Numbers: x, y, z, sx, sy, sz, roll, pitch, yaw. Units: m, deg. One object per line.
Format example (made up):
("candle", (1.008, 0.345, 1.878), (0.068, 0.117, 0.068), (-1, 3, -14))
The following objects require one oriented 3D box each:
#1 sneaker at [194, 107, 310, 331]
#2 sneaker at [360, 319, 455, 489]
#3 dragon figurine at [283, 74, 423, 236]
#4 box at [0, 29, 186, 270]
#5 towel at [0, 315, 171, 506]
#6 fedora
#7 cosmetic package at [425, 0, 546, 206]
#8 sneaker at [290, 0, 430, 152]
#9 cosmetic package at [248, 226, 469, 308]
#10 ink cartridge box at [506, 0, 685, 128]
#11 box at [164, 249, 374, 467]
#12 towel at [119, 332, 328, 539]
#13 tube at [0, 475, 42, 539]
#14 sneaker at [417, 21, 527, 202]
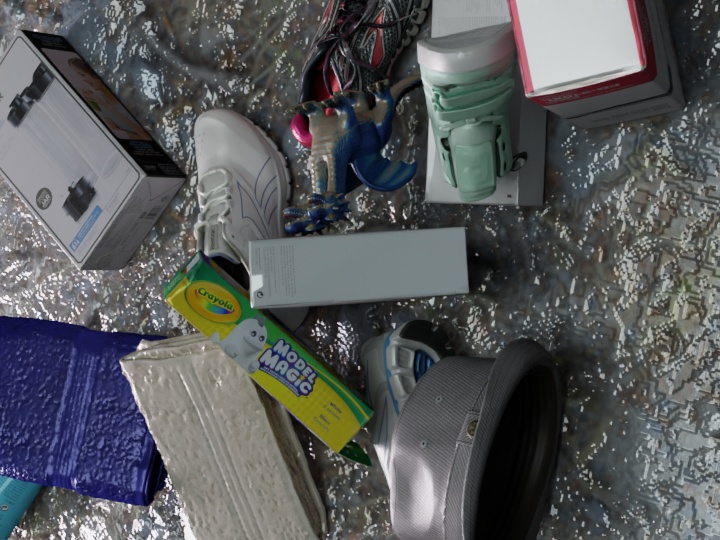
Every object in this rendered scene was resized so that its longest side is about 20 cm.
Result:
("sneaker", (-0.100, -0.042, 1.388), (0.074, 0.087, 0.201), (-24, 77, 31))
("sneaker", (0.043, 0.140, 1.322), (0.087, 0.075, 0.201), (-10, 87, 56))
("dragon figurine", (0.003, -0.089, 1.273), (0.059, 0.200, 0.100), (-8, 102, 39))
("box", (-0.260, -0.108, 1.502), (0.200, 0.060, 0.117), (49, 114, 22))
("towel", (-0.253, 0.122, 1.489), (0.199, 0.050, 0.148), (7, 80, 22))
("fedora", (0.077, 0.142, 1.221), (0.090, 0.177, 0.201), (10, 80, 25))
("cosmetic package", (0.099, -0.150, 1.280), (0.082, 0.051, 0.201), (5, 94, 34))
("sneaker", (-0.001, -0.186, 1.329), (0.080, 0.075, 0.201), (16, 99, 31))
("cosmetic package", (0.000, 0.000, 1.231), (0.150, 0.200, 0.052), (-2, 89, 0))
("ink cartridge box", (0.158, -0.183, 1.147), (0.084, 0.200, 0.145), (-12, 85, 17))
("box", (-0.062, 0.068, 1.281), (0.200, 0.117, 0.048), (44, 88, -8))
("towel", (-0.114, 0.144, 1.399), (0.132, 0.034, 0.201), (-9, 108, 33))
("tube", (-0.306, 0.166, 1.547), (0.077, 0.050, 0.200), (38, 105, 17))
("sneaker", (0.084, -0.108, 1.163), (0.073, 0.200, 0.119), (-10, 94, 4))
